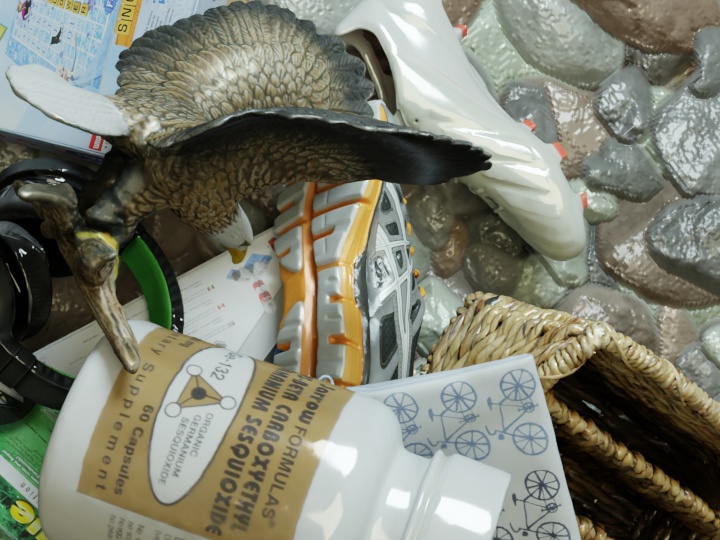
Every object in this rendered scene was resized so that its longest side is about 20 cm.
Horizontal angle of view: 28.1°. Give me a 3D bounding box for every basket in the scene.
[{"bbox_3d":[0.128,0.123,0.805,0.200,0.149,0.143,36,81,-25],"label":"basket"}]

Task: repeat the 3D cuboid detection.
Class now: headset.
[{"bbox_3d":[-0.172,-0.017,0.744,0.200,0.094,0.124,41,43,-10],"label":"headset"}]

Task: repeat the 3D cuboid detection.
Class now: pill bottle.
[{"bbox_3d":[-0.037,0.105,0.672,0.199,0.114,0.115,18,84,8],"label":"pill bottle"}]

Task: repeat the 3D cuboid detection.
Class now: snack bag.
[{"bbox_3d":[0.015,0.137,0.759,0.199,0.021,0.189,-10,117,13],"label":"snack bag"}]

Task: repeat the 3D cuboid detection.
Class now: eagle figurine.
[{"bbox_3d":[-0.061,-0.059,0.693,0.200,0.151,0.152,-32,84,-9],"label":"eagle figurine"}]

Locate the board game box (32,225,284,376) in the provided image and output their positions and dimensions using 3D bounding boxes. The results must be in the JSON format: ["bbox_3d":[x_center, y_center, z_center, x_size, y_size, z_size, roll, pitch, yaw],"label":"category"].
[{"bbox_3d":[-0.083,0.064,0.824,0.200,0.035,0.127,-28,86,-19],"label":"board game box"}]

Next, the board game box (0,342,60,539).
[{"bbox_3d":[-0.194,0.076,0.732,0.200,0.105,0.023,42,120,3],"label":"board game box"}]

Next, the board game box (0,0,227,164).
[{"bbox_3d":[-0.169,-0.168,0.792,0.199,0.041,0.201,15,84,16],"label":"board game box"}]

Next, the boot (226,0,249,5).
[{"bbox_3d":[-0.060,-0.193,0.821,0.174,0.066,0.201,15,84,13],"label":"boot"}]

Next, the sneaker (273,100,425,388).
[{"bbox_3d":[0.000,0.000,0.811,0.077,0.078,0.201,22,66,-37],"label":"sneaker"}]

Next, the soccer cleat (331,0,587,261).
[{"bbox_3d":[0.058,-0.081,0.861,0.077,0.069,0.200,-34,87,-20],"label":"soccer cleat"}]
